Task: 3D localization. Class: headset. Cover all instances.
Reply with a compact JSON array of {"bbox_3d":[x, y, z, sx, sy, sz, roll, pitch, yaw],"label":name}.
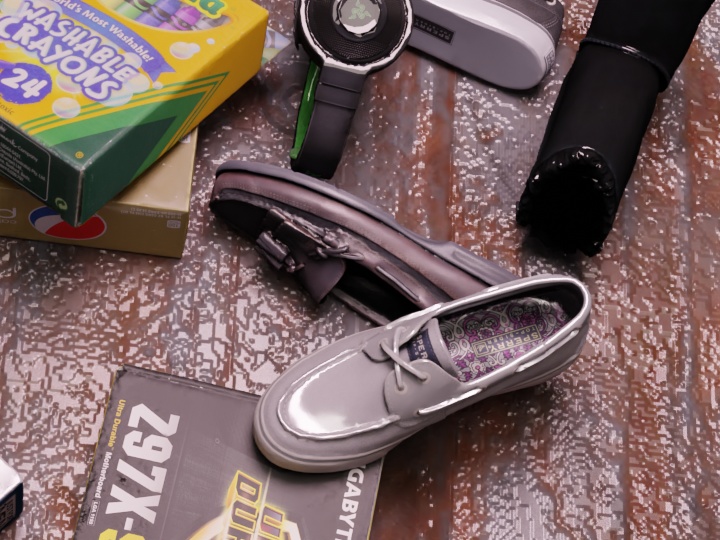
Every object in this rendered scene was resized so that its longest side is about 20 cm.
[{"bbox_3d":[-0.018,-0.155,1.287,0.093,0.124,0.201,14,105,-7],"label":"headset"}]

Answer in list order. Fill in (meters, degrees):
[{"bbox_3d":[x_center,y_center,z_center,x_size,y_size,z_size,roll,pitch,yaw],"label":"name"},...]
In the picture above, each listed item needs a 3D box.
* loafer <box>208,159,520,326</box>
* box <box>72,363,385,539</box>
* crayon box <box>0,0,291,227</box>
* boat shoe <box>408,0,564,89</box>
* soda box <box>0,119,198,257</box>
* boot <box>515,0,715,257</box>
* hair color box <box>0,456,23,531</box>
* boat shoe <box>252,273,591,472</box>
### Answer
[{"bbox_3d":[0.000,0.000,1.284,0.199,0.072,0.063,23,69,-1],"label":"loafer"},{"bbox_3d":[-0.079,0.165,1.211,0.158,0.049,0.201,13,65,0],"label":"box"},{"bbox_3d":[-0.142,-0.126,1.264,0.125,0.052,0.200,33,51,16],"label":"crayon box"},{"bbox_3d":[0.036,-0.184,1.370,0.199,0.070,0.066,25,57,3],"label":"boat shoe"},{"bbox_3d":[-0.195,-0.061,1.284,0.198,0.064,0.068,7,65,-5],"label":"soda box"},{"bbox_3d":[0.149,-0.113,1.288,0.073,0.199,0.163,23,59,6],"label":"boot"},{"bbox_3d":[-0.283,0.150,1.180,0.100,0.061,0.200,44,68,11],"label":"hair color box"},{"bbox_3d":[0.037,0.052,1.214,0.199,0.069,0.072,-14,67,-13],"label":"boat shoe"}]
